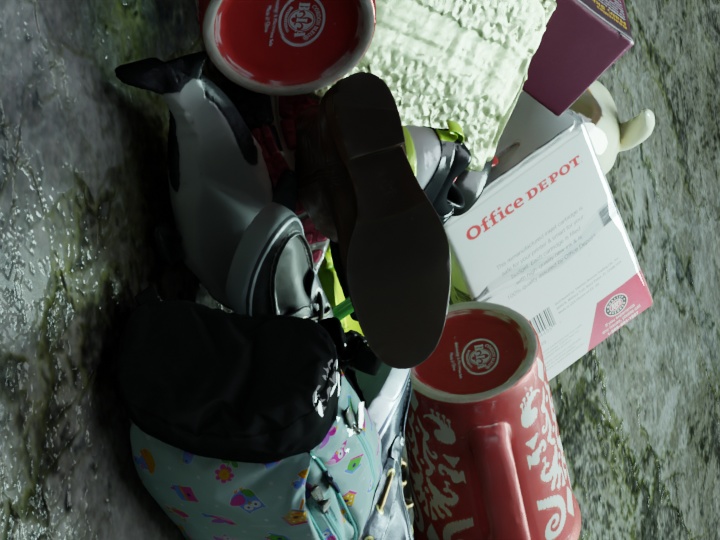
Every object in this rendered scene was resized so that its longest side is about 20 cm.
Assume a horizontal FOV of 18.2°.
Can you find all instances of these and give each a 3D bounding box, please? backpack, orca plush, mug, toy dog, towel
[{"bbox_3d":[-0.064,0.111,1.421,0.127,0.167,0.200,-63,153,-26],"label":"backpack"},{"bbox_3d":[-0.111,-0.065,1.466,0.105,0.071,0.200,-40,131,-7],"label":"orca plush"},{"bbox_3d":[0.108,0.142,1.724,0.133,0.177,0.200,-32,135,-22],"label":"mug"},{"bbox_3d":[-0.044,-0.201,1.444,0.200,0.133,0.178,-100,163,-47],"label":"mug"},{"bbox_3d":[0.133,-0.132,1.878,0.200,0.194,0.140,40,62,-59],"label":"toy dog"},{"bbox_3d":[0.048,-0.157,1.559,0.200,0.036,0.149,18,96,-44],"label":"towel"}]

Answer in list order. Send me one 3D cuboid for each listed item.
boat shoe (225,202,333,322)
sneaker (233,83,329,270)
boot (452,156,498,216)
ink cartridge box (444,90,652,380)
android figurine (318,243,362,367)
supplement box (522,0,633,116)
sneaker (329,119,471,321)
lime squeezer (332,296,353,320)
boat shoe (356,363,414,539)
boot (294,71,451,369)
[{"bbox_3d":[-0.045,0.029,1.475,0.069,0.057,0.200,-53,160,-29],"label":"boat shoe"},{"bbox_3d":[-0.045,-0.074,1.572,0.075,0.080,0.200,47,43,-64],"label":"sneaker"},{"bbox_3d":[0.051,-0.145,1.674,0.144,0.072,0.200,28,57,-40],"label":"boot"},{"bbox_3d":[0.130,-0.021,1.783,0.146,0.085,0.200,-35,129,-13],"label":"ink cartridge box"},{"bbox_3d":[0.000,0.000,1.720,0.200,0.041,0.183,-24,108,-68],"label":"android figurine"},{"bbox_3d":[0.133,-0.221,1.722,0.110,0.086,0.200,35,26,-20],"label":"supplement box"},{"bbox_3d":[0.034,-0.032,1.561,0.200,0.083,0.072,108,-31,-55],"label":"sneaker"},{"bbox_3d":[-0.033,0.056,1.603,0.038,0.071,0.200,57,-20,20],"label":"lime squeezer"},{"bbox_3d":[0.006,0.152,1.574,0.091,0.071,0.200,41,54,-23],"label":"boat shoe"},{"bbox_3d":[-0.002,-0.026,1.428,0.200,0.064,0.187,157,-74,-77],"label":"boot"}]
